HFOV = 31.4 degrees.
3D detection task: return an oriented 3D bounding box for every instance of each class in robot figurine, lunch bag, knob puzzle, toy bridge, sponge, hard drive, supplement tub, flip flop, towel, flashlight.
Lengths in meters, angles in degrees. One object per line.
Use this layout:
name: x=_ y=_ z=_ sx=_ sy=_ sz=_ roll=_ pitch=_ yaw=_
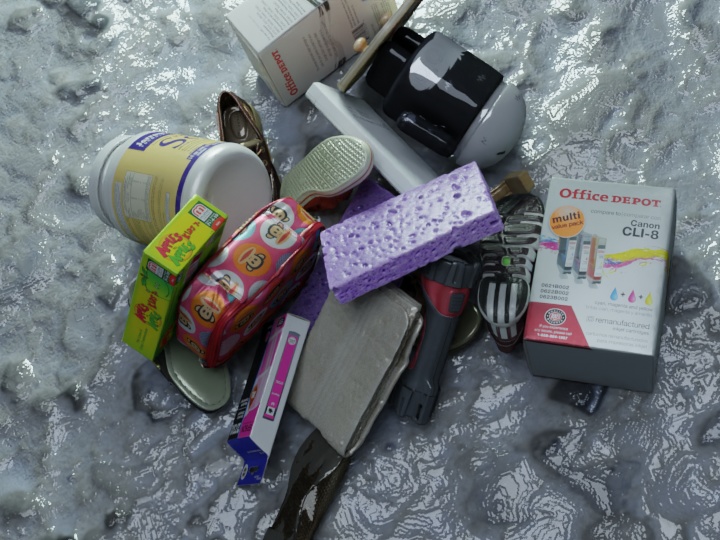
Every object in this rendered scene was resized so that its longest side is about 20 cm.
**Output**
robot figurine: x=0.107 y=-0.210 z=1.571 sx=0.200 sy=0.125 sz=0.150 roll=35 pitch=84 yaw=2
lunch bag: x=-0.134 y=0.020 z=1.524 sx=0.082 sy=0.176 sz=0.200 roll=39 pitch=62 yaw=9
knob puzzle: x=0.024 y=-0.297 z=1.586 sx=0.030 sy=0.220 sz=0.220 roll=39 pitch=81 yaw=-3
toy bridge: x=0.126 y=-0.050 z=1.546 sx=0.200 sy=0.067 sz=0.027 roll=-44 pitch=109 yaw=-23
sponge: x=0.054 y=-0.044 z=1.429 sx=0.200 sy=0.030 sz=0.112 roll=-25 pitch=35 yaw=8
sponge: x=0.000 y=0.000 z=1.533 sx=0.112 sy=0.030 sz=0.200 roll=35 pitch=99 yaw=36
hard drive: x=0.031 y=-0.150 z=1.576 sx=0.200 sy=0.132 sz=0.027 roll=47 pitch=107 yaw=24
supplement tub: x=-0.225 y=-0.096 z=1.585 sx=0.200 sy=0.145 sz=0.146 roll=13 pitch=71 yaw=37
flip flop: x=0.052 y=0.035 z=1.537 sx=0.200 sy=0.058 sz=0.081 roll=29 pitch=78 yaw=21
towel: x=-0.010 y=0.097 z=1.476 sx=0.132 sy=0.034 sz=0.200 roll=40 pitch=108 yaw=38
flashlight: x=0.080 y=0.070 z=1.469 sx=0.068 sy=0.068 sz=0.200 roll=21 pitch=110 yaw=13

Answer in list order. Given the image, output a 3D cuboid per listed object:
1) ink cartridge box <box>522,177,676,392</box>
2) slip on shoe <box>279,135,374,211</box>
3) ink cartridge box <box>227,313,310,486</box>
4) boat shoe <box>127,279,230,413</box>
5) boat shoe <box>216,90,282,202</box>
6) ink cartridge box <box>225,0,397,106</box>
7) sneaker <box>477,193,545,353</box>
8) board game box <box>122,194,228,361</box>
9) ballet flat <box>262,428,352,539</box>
ink cartridge box: x=0.274 y=0.015 z=1.448 sx=0.145 sy=0.145 sz=0.200 roll=7 pitch=70 yaw=15
slip on shoe: x=-0.032 y=-0.113 z=1.555 sx=0.061 sy=0.200 sz=0.074 roll=9 pitch=73 yaw=-26
ink cartridge box: x=-0.114 y=0.153 z=1.511 sx=0.037 sy=0.095 sz=0.200 roll=20 pitch=73 yaw=-18
boat shoe: x=-0.223 y=0.098 z=1.577 sx=0.072 sy=0.061 sz=0.201 roll=-22 pitch=64 yaw=-28
boat shoe: x=-0.148 y=-0.142 z=1.644 sx=0.072 sy=0.072 sz=0.200 roll=-16 pitch=67 yaw=7
ink cartridge box: x=-0.059 y=-0.328 z=1.656 sx=0.200 sy=0.146 sz=0.084 roll=-37 pitch=67 yaw=-4
sneaker: x=0.176 y=0.011 z=1.501 sx=0.075 sy=0.116 sz=0.200 roll=5 pitch=49 yaw=16
board game box: x=-0.216 y=0.011 z=1.475 sx=0.048 sy=0.200 sz=0.102 roll=34 pitch=54 yaw=5
ballet flat: x=-0.056 y=0.263 z=1.486 sx=0.067 sy=0.046 sz=0.200 roll=8 pitch=64 yaw=38
